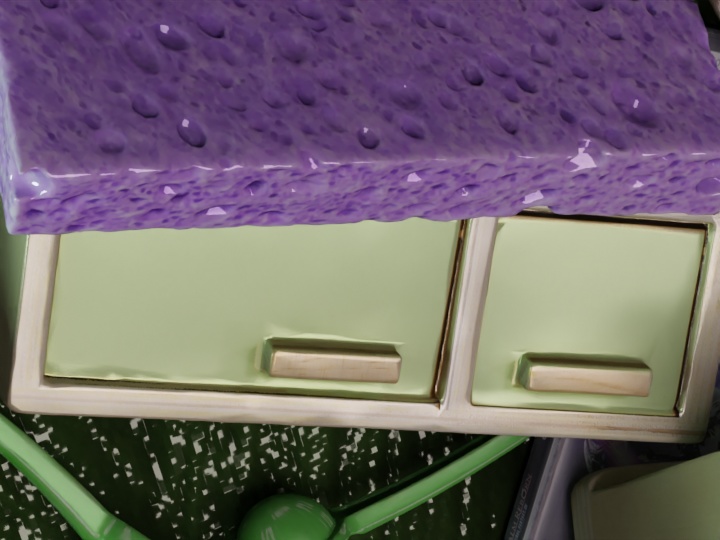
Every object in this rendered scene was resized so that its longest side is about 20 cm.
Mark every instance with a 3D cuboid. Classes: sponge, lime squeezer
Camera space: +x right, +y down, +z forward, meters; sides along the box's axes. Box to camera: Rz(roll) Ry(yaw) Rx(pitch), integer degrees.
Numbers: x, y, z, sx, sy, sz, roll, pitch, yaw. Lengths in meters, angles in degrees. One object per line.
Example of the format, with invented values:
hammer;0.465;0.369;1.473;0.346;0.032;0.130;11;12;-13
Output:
sponge;-0.004;-0.063;0.755;0.200;0.112;0.030;-2;145;-20
lime squeezer;-0.038;0.065;0.828;0.200;0.038;0.071;5;78;-20

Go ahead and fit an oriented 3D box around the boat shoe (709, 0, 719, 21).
boat shoe;0.091;-0.124;0.736;0.072;0.072;0.200;-34;111;-49

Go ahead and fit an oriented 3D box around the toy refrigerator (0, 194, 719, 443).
toy refrigerator;0.000;0.000;0.787;0.200;0.070;0.076;4;105;-18

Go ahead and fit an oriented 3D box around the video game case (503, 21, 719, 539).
video game case;0.129;0.031;0.888;0.143;0.019;0.200;11;104;-24

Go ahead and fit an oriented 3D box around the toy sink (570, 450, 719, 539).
toy sink;0.142;0.103;0.832;0.130;0.200;0.112;-2;79;-19
